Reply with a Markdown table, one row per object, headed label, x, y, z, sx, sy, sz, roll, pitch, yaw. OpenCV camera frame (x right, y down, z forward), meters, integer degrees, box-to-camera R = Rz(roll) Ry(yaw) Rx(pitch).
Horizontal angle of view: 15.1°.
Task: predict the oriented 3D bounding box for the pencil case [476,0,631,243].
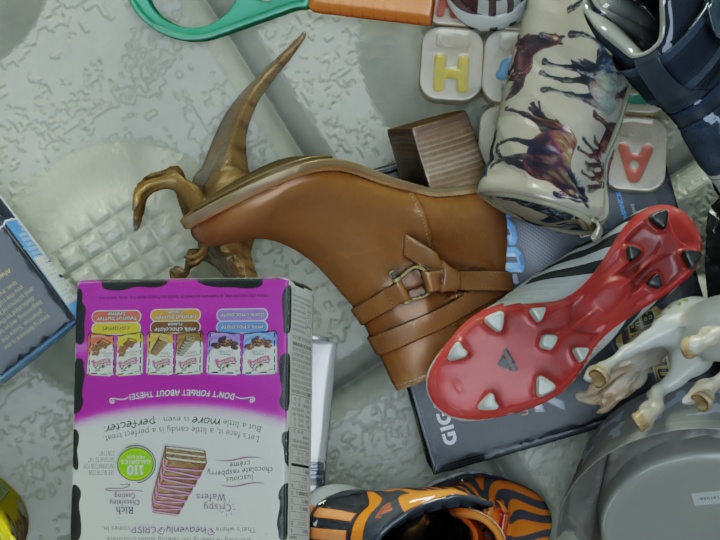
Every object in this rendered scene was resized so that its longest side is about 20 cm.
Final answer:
| label | x | y | z | sx | sy | sz | roll | pitch | yaw |
| --- | --- | --- | --- | --- | --- | --- | --- | --- | --- |
| pencil case | 0.134 | -0.116 | 1.669 | 0.089 | 0.078 | 0.201 | 10 | 74 | 22 |

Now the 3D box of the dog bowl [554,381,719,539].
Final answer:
| label | x | y | z | sx | sy | sz | roll | pitch | yaw |
| --- | --- | --- | --- | --- | --- | --- | --- | --- | --- |
| dog bowl | 0.222 | 0.150 | 1.696 | 0.199 | 0.059 | 0.201 | 5 | 132 | 5 |

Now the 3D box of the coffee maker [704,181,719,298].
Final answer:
| label | x | y | z | sx | sy | sz | roll | pitch | yaw |
| --- | --- | --- | --- | --- | --- | --- | --- | --- | --- |
| coffee maker | 0.319 | 0.000 | 1.658 | 0.199 | 0.135 | 0.193 | -2 | 130 | 32 |

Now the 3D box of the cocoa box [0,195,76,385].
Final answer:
| label | x | y | z | sx | sy | sz | roll | pitch | yaw |
| --- | --- | --- | --- | --- | --- | --- | --- | --- | --- |
| cocoa box | -0.285 | 0.037 | 1.681 | 0.200 | 0.133 | 0.131 | -37 | 93 | -1 |

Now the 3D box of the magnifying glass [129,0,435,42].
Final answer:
| label | x | y | z | sx | sy | sz | roll | pitch | yaw |
| --- | --- | --- | --- | --- | --- | --- | --- | --- | --- |
| magnifying glass | -0.052 | -0.179 | 1.728 | 0.199 | 0.022 | 0.080 | 7 | 90 | 6 |

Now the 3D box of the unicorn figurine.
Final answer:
| label | x | y | z | sx | sy | sz | roll | pitch | yaw |
| --- | --- | --- | --- | --- | --- | --- | --- | --- | --- |
| unicorn figurine | 0.224 | 0.041 | 1.608 | 0.137 | 0.199 | 0.074 | -32 | 116 | -36 |

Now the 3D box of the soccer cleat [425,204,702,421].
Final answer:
| label | x | y | z | sx | sy | sz | roll | pitch | yaw |
| --- | --- | --- | --- | --- | --- | --- | --- | --- | --- |
| soccer cleat | 0.124 | 0.029 | 1.670 | 0.200 | 0.085 | 0.069 | -36 | 90 | -11 |

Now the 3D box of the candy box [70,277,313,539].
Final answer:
| label | x | y | z | sx | sy | sz | roll | pitch | yaw |
| --- | --- | --- | --- | --- | --- | --- | --- | --- | --- |
| candy box | -0.100 | 0.107 | 1.621 | 0.136 | 0.061 | 0.201 | 0 | 83 | 15 |

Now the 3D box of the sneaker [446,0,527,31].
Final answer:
| label | x | y | z | sx | sy | sz | roll | pitch | yaw |
| --- | --- | --- | --- | --- | --- | --- | --- | --- | --- |
| sneaker | 0.064 | -0.256 | 1.686 | 0.075 | 0.116 | 0.201 | -21 | 78 | -4 |

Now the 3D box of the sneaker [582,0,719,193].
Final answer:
| label | x | y | z | sx | sy | sz | roll | pitch | yaw |
| --- | --- | --- | --- | --- | --- | --- | --- | --- | --- |
| sneaker | 0.210 | -0.155 | 1.635 | 0.077 | 0.203 | 0.146 | -33 | 111 | 35 |

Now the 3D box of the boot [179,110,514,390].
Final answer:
| label | x | y | z | sx | sy | sz | roll | pitch | yaw |
| --- | --- | --- | --- | --- | --- | --- | --- | --- | --- |
| boot | 0.000 | 0.000 | 1.671 | 0.199 | 0.074 | 0.155 | -16 | 97 | -9 |

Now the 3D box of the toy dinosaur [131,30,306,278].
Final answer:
| label | x | y | z | sx | sy | sz | roll | pitch | yaw |
| --- | --- | --- | --- | --- | --- | --- | --- | --- | --- |
| toy dinosaur | -0.090 | -0.052 | 1.730 | 0.106 | 0.060 | 0.201 | 2 | 68 | -2 |

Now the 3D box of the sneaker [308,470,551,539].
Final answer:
| label | x | y | z | sx | sy | sz | roll | pitch | yaw |
| --- | --- | --- | --- | --- | --- | --- | --- | --- | --- |
| sneaker | 0.065 | 0.167 | 1.668 | 0.199 | 0.112 | 0.078 | -2 | 92 | -41 |

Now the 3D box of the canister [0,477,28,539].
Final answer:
| label | x | y | z | sx | sy | sz | roll | pitch | yaw |
| --- | --- | --- | --- | --- | --- | --- | --- | --- | --- |
| canister | -0.271 | 0.187 | 1.652 | 0.087 | 0.200 | 0.149 | 43 | 90 | -3 |

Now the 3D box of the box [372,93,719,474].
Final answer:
| label | x | y | z | sx | sy | sz | roll | pitch | yaw |
| --- | --- | --- | --- | --- | --- | --- | --- | --- | --- |
| box | 0.113 | 0.008 | 1.743 | 0.198 | 0.050 | 0.201 | -15 | 91 | -3 |

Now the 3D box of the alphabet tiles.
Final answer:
| label | x | y | z | sx | sy | sz | roll | pitch | yaw |
| --- | --- | --- | --- | --- | --- | --- | --- | --- | --- |
| alphabet tiles | 0.138 | -0.148 | 1.726 | 0.199 | 0.015 | 0.197 | 5 | 76 | 2 |

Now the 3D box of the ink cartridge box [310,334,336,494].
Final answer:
| label | x | y | z | sx | sy | sz | roll | pitch | yaw |
| --- | --- | --- | --- | --- | --- | --- | --- | --- | --- |
| ink cartridge box | -0.095 | 0.137 | 1.704 | 0.144 | 0.084 | 0.201 | 5 | 84 | 0 |
